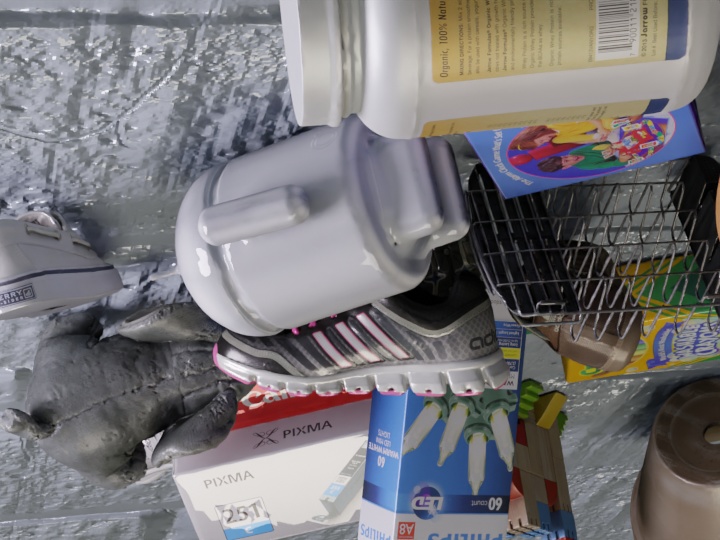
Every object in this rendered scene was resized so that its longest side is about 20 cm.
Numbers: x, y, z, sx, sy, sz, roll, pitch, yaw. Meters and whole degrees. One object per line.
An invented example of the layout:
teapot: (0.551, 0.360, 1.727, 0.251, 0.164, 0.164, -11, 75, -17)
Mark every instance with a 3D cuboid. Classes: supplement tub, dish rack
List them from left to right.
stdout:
supplement tub: (0.062, -0.140, 0.969, 0.198, 0.146, 0.145, -6, 158, -6)
dish rack: (0.166, -0.013, 1.321, 0.198, 0.154, 0.055, -2, 137, -14)

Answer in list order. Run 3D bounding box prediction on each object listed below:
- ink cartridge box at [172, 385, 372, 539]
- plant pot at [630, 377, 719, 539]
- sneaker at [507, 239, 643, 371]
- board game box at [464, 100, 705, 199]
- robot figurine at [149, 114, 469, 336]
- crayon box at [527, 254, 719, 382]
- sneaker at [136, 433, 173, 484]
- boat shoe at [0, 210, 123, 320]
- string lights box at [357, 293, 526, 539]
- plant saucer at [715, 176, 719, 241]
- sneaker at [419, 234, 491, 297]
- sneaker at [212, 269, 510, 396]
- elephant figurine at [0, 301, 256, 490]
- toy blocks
ink cartridge box: (-0.052, 0.127, 1.565, 0.198, 0.045, 0.177, -14, 127, 5)
plant pot: (0.341, 0.194, 1.880, 0.198, 0.201, 0.174, -12, 141, 9)
sneaker: (0.136, 0.011, 1.409, 0.075, 0.071, 0.200, 20, -172, -15)
board game box: (0.124, -0.112, 1.195, 0.133, 0.045, 0.200, -13, 158, 12)
robot figurine: (-0.033, -0.026, 1.259, 0.198, 0.114, 0.169, -18, 164, 23)
crayon box: (0.226, 0.038, 1.596, 0.198, 0.052, 0.126, -8, 158, 2)
sneaker: (-0.177, 0.127, 1.644, 0.081, 0.075, 0.200, 10, 149, -27)
boat shoe: (-0.209, -0.006, 1.314, 0.071, 0.066, 0.200, -16, 179, 11)
string lights box: (0.063, 0.110, 1.513, 0.102, 0.202, 0.059, 4, -177, -28)
plant saucer: (0.301, -0.073, 1.253, 0.198, 0.037, 0.202, -15, 128, -21)
sneaker: (0.000, 0.000, 1.412, 0.198, 0.079, 0.089, -4, 170, 8)
sneaker: (0.000, 0.035, 1.331, 0.198, 0.088, 0.074, 0, -172, 11)
elephant figurine: (-0.134, 0.073, 1.455, 0.198, 0.156, 0.142, -16, 133, 17)
toy blocks: (0.131, 0.182, 1.804, 0.099, 0.138, 0.200, -19, 155, 27)
